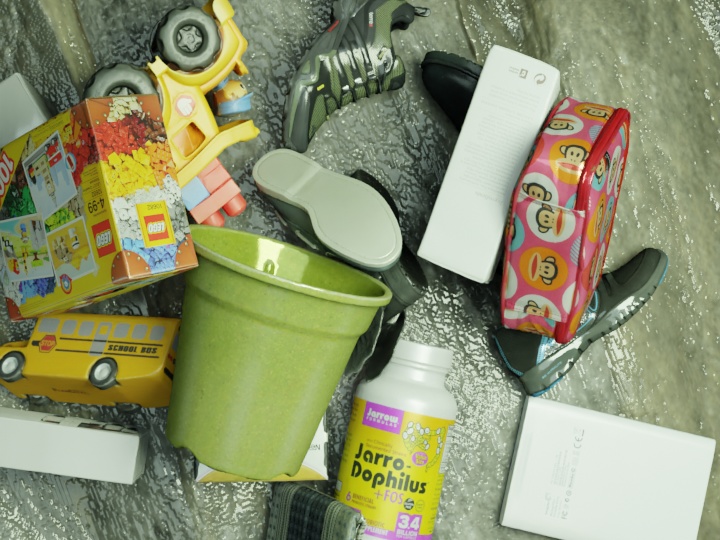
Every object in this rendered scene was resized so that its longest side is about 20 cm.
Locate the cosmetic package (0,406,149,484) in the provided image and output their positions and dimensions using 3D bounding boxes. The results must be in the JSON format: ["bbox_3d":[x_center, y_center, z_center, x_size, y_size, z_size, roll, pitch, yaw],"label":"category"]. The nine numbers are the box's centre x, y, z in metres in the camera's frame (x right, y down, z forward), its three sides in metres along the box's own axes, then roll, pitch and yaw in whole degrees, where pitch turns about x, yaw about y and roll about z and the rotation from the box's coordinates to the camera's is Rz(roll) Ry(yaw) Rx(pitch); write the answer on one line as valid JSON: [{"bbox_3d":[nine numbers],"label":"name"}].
[{"bbox_3d":[-0.311,0.166,1.155,0.196,0.083,0.052,8,85,-3],"label":"cosmetic package"}]

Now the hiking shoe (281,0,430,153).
[{"bbox_3d":[-0.007,-0.198,1.184,0.100,0.076,0.202,28,86,2],"label":"hiking shoe"}]

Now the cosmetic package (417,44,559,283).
[{"bbox_3d":[0.121,-0.095,1.099,0.073,0.102,0.203,21,93,10],"label":"cosmetic package"}]

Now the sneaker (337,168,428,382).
[{"bbox_3d":[0.002,0.001,1.163,0.104,0.060,0.202,-42,49,24],"label":"sneaker"}]

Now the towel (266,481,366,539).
[{"bbox_3d":[-0.050,0.310,1.112,0.034,0.192,0.204,12,85,-26],"label":"towel"}]

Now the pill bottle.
[{"bbox_3d":[0.036,0.171,1.160,0.102,0.104,0.204,12,87,-2],"label":"pill bottle"}]

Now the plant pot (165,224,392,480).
[{"bbox_3d":[-0.090,0.078,1.066,0.197,0.200,0.187,16,98,-2],"label":"plant pot"}]

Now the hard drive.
[{"bbox_3d":[0.251,0.215,1.207,0.197,0.025,0.134,13,87,-2],"label":"hard drive"}]

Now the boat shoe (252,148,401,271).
[{"bbox_3d":[-0.027,-0.050,1.138,0.073,0.062,0.199,-41,52,-18],"label":"boat shoe"}]

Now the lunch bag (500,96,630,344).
[{"bbox_3d":[0.192,-0.052,1.094,0.081,0.176,0.203,15,124,17],"label":"lunch bag"}]

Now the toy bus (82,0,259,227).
[{"bbox_3d":[-0.166,-0.144,1.156,0.200,0.136,0.193,-42,103,-6],"label":"toy bus"}]

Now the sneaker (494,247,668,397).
[{"bbox_3d":[0.224,0.035,1.190,0.199,0.073,0.082,-40,81,-7],"label":"sneaker"}]

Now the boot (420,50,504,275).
[{"bbox_3d":[0.116,-0.102,1.186,0.198,0.076,0.170,31,83,-7],"label":"boot"}]

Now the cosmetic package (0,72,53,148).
[{"bbox_3d":[-0.319,-0.078,1.162,0.106,0.090,0.202,-31,87,-3],"label":"cosmetic package"}]

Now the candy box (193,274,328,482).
[{"bbox_3d":[-0.099,0.106,1.177,0.134,0.061,0.204,-1,89,-3],"label":"candy box"}]

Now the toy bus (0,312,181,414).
[{"bbox_3d":[-0.258,0.087,1.140,0.197,0.065,0.079,2,61,22],"label":"toy bus"}]

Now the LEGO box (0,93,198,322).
[{"bbox_3d":[-0.242,-0.050,1.027,0.076,0.198,0.152,-12,87,-45],"label":"LEGO box"}]
